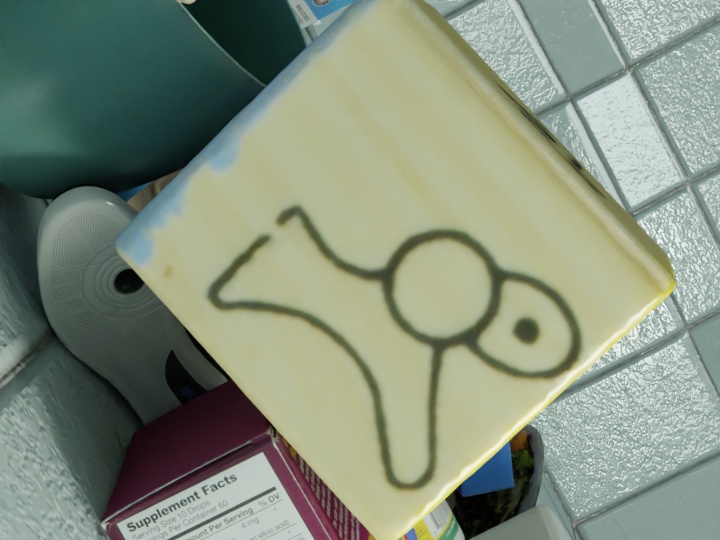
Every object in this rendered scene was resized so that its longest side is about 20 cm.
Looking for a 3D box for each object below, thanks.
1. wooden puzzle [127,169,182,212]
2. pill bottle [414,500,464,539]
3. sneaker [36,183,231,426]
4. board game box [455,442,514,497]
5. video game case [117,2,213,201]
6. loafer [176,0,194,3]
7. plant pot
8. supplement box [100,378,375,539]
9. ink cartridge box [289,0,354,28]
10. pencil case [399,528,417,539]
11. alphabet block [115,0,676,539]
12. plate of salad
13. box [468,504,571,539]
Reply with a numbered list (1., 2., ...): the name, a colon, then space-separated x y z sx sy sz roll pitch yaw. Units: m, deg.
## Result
1. wooden puzzle: -0.073 -0.065 1.123 0.037 0.199 0.185 76 -4 -46
2. pill bottle: -0.022 0.126 1.084 0.200 0.113 0.113 62 7 -8
3. sneaker: -0.135 0.009 0.928 0.112 0.073 0.200 -114 -179 -49
4. board game box: 0.060 0.071 1.256 0.200 0.045 0.153 -144 -134 -73
5. video game case: -0.164 -0.154 1.030 0.018 0.143 0.200 -11 71 -55
6. loafer: -0.090 -0.205 0.791 0.076 0.068 0.200 43 22 -38
7. plant pot: -0.149 -0.134 0.894 0.201 0.161 0.201 50 19 -24
8. supplement box: -0.038 0.168 0.860 0.200 0.103 0.131 61 8 -12
9. ink cartridge box: -0.133 -0.288 1.468 0.146 0.200 0.147 67 9 24
10. pencil case: 0.014 0.209 0.980 0.087 0.078 0.201 -16 -94 58
11. alphabet block: 0.026 -0.009 0.840 0.200 0.195 0.196 48 12 3
12. plate of salad: 0.079 0.206 1.279 0.048 0.200 0.200 30 16 -14
13. box: 0.114 0.316 1.107 0.200 0.171 0.199 56 10 -37
